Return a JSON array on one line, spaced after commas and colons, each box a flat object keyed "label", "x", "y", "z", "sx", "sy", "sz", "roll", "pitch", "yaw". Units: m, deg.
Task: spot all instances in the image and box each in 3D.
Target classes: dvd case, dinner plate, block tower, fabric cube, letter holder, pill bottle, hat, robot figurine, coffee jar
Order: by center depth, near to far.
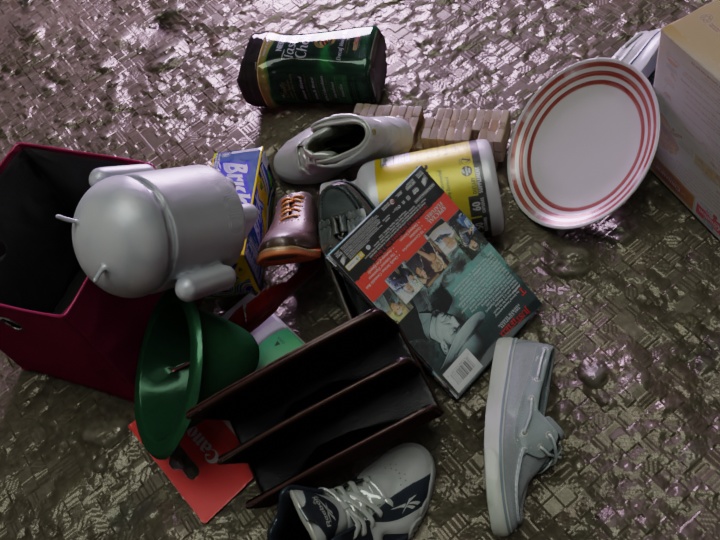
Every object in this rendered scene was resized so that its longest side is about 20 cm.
[{"label": "letter holder", "x": -0.039, "y": 0.129, "z": 0.743, "sx": 0.199, "sy": 0.142, "sz": 0.101, "roll": -29, "pitch": 74, "yaw": 4}, {"label": "robot figurine", "x": -0.190, "y": -0.040, "z": 0.778, "sx": 0.170, "sy": 0.113, "sz": 0.199, "roll": 45, "pitch": 33, "yaw": 18}, {"label": "dvd case", "x": 0.079, "y": 0.012, "z": 0.847, "sx": 0.200, "sy": 0.022, "sz": 0.146, "roll": 47, "pitch": 73, "yaw": -5}, {"label": "hat", "x": -0.122, "y": 0.100, "z": 0.851, "sx": 0.175, "sy": 0.201, "sz": 0.166, "roll": 9, "pitch": 28, "yaw": -34}, {"label": "fabric cube", "x": -0.314, "y": 0.005, "z": 0.914, "sx": 0.194, "sy": 0.200, "sz": 0.201, "roll": 11, "pitch": 59, "yaw": 20}, {"label": "dinner plate", "x": 0.253, "y": -0.143, "z": 0.925, "sx": 0.199, "sy": 0.024, "sz": 0.202, "roll": -17, "pitch": 67, "yaw": 44}, {"label": "pill bottle", "x": 0.058, "y": -0.078, "z": 0.931, "sx": 0.198, "sy": 0.112, "sz": 0.112, "roll": -10, "pitch": 54, "yaw": 8}, {"label": "block tower", "x": 0.086, "y": -0.168, "z": 1.020, "sx": 0.198, "sy": 0.054, "sz": 0.058, "roll": 8, "pitch": 58, "yaw": 20}, {"label": "coffee jar", "x": -0.067, "y": -0.279, "z": 1.116, "sx": 0.198, "sy": 0.086, "sz": 0.105, "roll": 1, "pitch": 56, "yaw": 15}]

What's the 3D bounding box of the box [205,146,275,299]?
[{"label": "box", "x": -0.151, "y": -0.062, "z": 0.982, "sx": 0.069, "sy": 0.065, "sz": 0.201, "roll": -7, "pitch": 44, "yaw": 9}]

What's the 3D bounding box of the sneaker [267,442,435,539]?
[{"label": "sneaker", "x": -0.013, "y": 0.219, "z": 0.732, "sx": 0.199, "sy": 0.130, "sz": 0.080, "roll": -37, "pitch": 57, "yaw": -12}]

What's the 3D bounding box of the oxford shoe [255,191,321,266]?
[{"label": "oxford shoe", "x": -0.079, "y": -0.047, "z": 0.893, "sx": 0.070, "sy": 0.200, "sz": 0.074, "roll": -6, "pitch": 98, "yaw": 3}]

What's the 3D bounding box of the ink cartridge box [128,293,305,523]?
[{"label": "ink cartridge box", "x": -0.141, "y": 0.140, "z": 0.872, "sx": 0.200, "sy": 0.050, "sz": 0.161, "roll": -40, "pitch": 56, "yaw": -17}]

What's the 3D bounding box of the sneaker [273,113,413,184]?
[{"label": "sneaker", "x": -0.049, "y": -0.150, "z": 0.975, "sx": 0.198, "sy": 0.115, "sz": 0.075, "roll": -11, "pitch": 89, "yaw": 33}]

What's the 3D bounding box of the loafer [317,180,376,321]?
[{"label": "loafer", "x": 0.000, "y": 0.000, "z": 0.859, "sx": 0.071, "sy": 0.063, "sz": 0.202, "roll": -19, "pitch": 89, "yaw": 22}]

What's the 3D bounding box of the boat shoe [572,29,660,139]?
[{"label": "boat shoe", "x": 0.317, "y": -0.221, "z": 0.997, "sx": 0.200, "sy": 0.074, "sz": 0.065, "roll": -43, "pitch": 37, "yaw": -16}]

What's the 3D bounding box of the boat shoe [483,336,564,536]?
[{"label": "boat shoe", "x": 0.158, "y": 0.152, "z": 0.773, "sx": 0.071, "sy": 0.070, "sz": 0.202, "roll": -1, "pitch": 54, "yaw": 17}]

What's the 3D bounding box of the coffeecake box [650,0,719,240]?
[{"label": "coffeecake box", "x": 0.377, "y": -0.147, "z": 0.841, "sx": 0.073, "sy": 0.201, "sz": 0.154, "roll": -27, "pitch": 54, "yaw": -6}]
